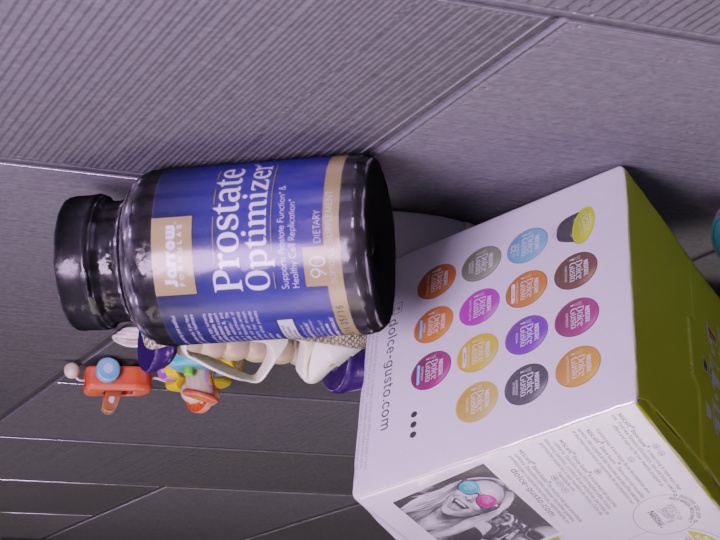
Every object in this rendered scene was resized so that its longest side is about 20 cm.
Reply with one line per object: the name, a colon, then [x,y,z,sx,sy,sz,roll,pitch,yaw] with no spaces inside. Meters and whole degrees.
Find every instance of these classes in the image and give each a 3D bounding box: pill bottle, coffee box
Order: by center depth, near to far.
pill bottle: [-0.083,-0.010,1.142,0.199,0.112,0.112,-4,165,10]
coffee box: [0.135,0.093,1.191,0.197,0.200,0.200,-22,130,26]

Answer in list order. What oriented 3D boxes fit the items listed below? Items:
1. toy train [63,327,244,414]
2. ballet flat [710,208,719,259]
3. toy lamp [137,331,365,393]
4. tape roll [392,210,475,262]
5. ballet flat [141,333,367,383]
toy train: [-0.186,0.101,1.673,0.149,0.056,0.200,3,165,-17]
ballet flat: [0.313,-0.038,1.177,0.071,0.070,0.200,-13,179,-35]
toy lamp: [-0.066,0.060,1.382,0.199,0.059,0.058,8,163,-23]
tape roll: [0.000,0.000,1.335,0.202,0.037,0.203,-1,165,0]
ballet flat: [-0.059,0.040,1.261,0.199,0.076,0.068,5,-173,-25]
